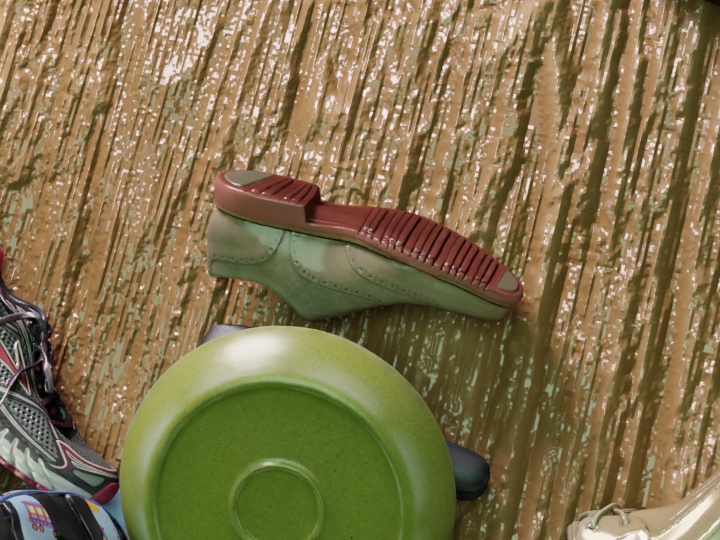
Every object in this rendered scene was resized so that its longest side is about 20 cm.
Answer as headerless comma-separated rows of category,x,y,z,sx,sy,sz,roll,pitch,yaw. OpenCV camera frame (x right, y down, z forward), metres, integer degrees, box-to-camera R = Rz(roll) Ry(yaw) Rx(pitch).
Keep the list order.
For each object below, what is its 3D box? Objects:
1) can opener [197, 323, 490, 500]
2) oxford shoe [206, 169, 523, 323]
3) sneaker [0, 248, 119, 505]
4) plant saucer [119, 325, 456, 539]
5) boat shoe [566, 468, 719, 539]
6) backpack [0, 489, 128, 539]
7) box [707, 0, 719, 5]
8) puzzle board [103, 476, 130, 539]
can opener,-0.017,0.092,0.881,0.199,0.063,0.079,20,83,14
oxford shoe,0.000,0.000,0.906,0.199,0.070,0.075,19,109,12
sneaker,-0.214,0.063,0.915,0.075,0.081,0.200,-41,74,-2
plant saucer,-0.045,0.133,0.849,0.199,0.031,0.201,1,100,7
boat shoe,0.143,0.165,0.835,0.200,0.072,0.065,-42,76,6
backpack,-0.196,0.226,0.810,0.134,0.182,0.201,-12,77,23
box,0.251,-0.261,0.888,0.100,0.075,0.201,23,92,12
puzzle board,-0.145,0.246,0.898,0.151,0.017,0.200,-38,75,1
